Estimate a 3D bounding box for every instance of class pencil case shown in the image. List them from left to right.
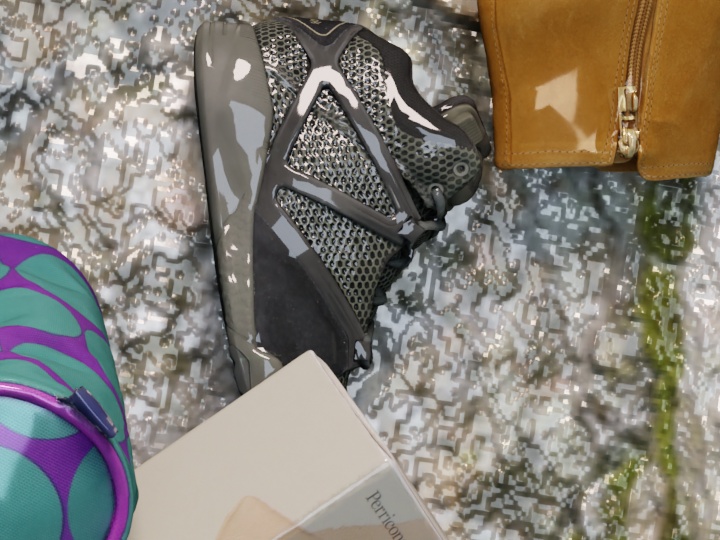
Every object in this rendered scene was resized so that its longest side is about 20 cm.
[{"bbox_3d":[-0.125,0.047,0.812,0.085,0.200,0.092,-34,108,0],"label":"pencil case"}]

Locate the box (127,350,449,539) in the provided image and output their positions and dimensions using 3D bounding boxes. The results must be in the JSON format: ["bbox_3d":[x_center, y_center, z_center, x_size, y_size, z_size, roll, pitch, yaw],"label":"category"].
[{"bbox_3d":[-0.066,0.129,0.823,0.200,0.078,0.095,-35,126,-2],"label":"box"}]

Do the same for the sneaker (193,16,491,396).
[{"bbox_3d":[0.000,0.000,0.896,0.114,0.076,0.200,-5,83,-3],"label":"sneaker"}]

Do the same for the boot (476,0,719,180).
[{"bbox_3d":[0.139,-0.110,0.937,0.201,0.071,0.144,-9,102,-18],"label":"boot"}]
